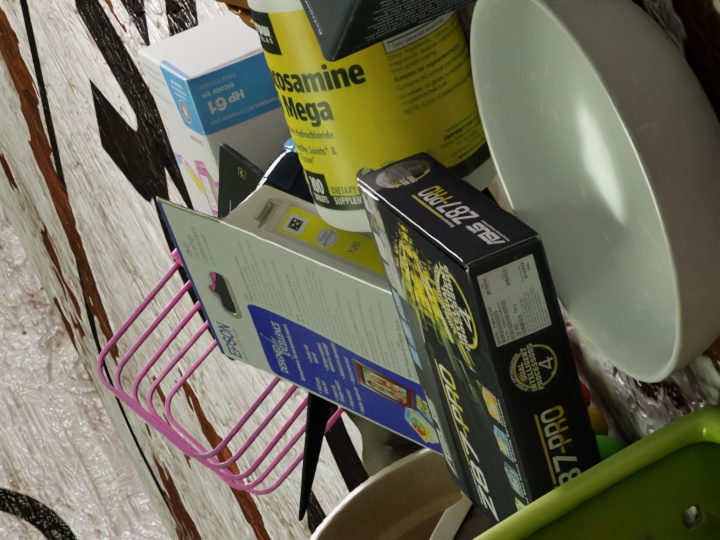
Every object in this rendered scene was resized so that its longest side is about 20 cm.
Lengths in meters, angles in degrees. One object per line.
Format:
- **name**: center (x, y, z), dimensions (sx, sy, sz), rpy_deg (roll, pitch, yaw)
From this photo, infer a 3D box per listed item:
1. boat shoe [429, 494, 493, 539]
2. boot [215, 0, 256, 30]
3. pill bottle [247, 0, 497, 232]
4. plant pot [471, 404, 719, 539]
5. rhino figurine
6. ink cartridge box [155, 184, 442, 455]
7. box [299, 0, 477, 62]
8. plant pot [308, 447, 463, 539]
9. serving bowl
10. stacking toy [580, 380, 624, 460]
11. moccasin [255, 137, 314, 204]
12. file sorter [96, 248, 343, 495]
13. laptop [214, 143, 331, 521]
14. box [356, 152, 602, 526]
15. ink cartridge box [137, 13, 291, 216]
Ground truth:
- **boat shoe**: center (0.087, 0.147, 1.472), dimensions (0.060, 0.200, 0.072), rpy_deg (23, 124, 10)
- **boot**: center (-0.061, -0.197, 1.622), dimensions (0.155, 0.074, 0.200), rpy_deg (38, -160, 1)
- **pill bottle**: center (0.001, -0.132, 1.395), dimensions (0.112, 0.112, 0.200), rpy_deg (35, 146, 66)
- **plant pot**: center (0.164, 0.211, 1.171), dimensions (0.182, 0.200, 0.199), rpy_deg (65, 169, -26)
- **rhino figurine**: center (0.030, 0.090, 1.708), dimensions (0.060, 0.087, 0.200), rpy_deg (86, 167, -46)
- **ink cartridge box**: center (-0.014, 0.028, 1.522), dimensions (0.200, 0.047, 0.198), rpy_deg (25, 157, 23)
- **box**: center (0.012, -0.216, 1.223), dimensions (0.148, 0.107, 0.200), rpy_deg (64, 166, 9)
- **plant pot**: center (0.084, 0.238, 1.583), dimensions (0.184, 0.200, 0.200), rpy_deg (61, 171, -30)
- **serving bowl**: center (0.125, -0.052, 1.147), dimensions (0.200, 0.066, 0.200), rpy_deg (59, 165, 26)
- **stacking toy**: center (0.124, 0.112, 1.424), dimensions (0.085, 0.085, 0.200), rpy_deg (94, 156, -63)
- **moccasin**: center (0.000, 0.000, 1.607), dimensions (0.200, 0.068, 0.080), rpy_deg (48, 168, -19)
- **file sorter**: center (-0.110, 0.091, 1.982), dimensions (0.139, 0.125, 0.200), rpy_deg (40, 177, 19)
- **laptop**: center (-0.069, 0.044, 1.757), dimensions (0.200, 0.103, 0.177), rpy_deg (39, 144, 28)
- **box**: center (0.070, 0.051, 1.301), dimensions (0.161, 0.049, 0.200), rpy_deg (-133, 23, -63)
- **ink cartridge box**: center (-0.086, -0.082, 1.886), dimensions (0.145, 0.085, 0.200), rpy_deg (36, 148, 66)
